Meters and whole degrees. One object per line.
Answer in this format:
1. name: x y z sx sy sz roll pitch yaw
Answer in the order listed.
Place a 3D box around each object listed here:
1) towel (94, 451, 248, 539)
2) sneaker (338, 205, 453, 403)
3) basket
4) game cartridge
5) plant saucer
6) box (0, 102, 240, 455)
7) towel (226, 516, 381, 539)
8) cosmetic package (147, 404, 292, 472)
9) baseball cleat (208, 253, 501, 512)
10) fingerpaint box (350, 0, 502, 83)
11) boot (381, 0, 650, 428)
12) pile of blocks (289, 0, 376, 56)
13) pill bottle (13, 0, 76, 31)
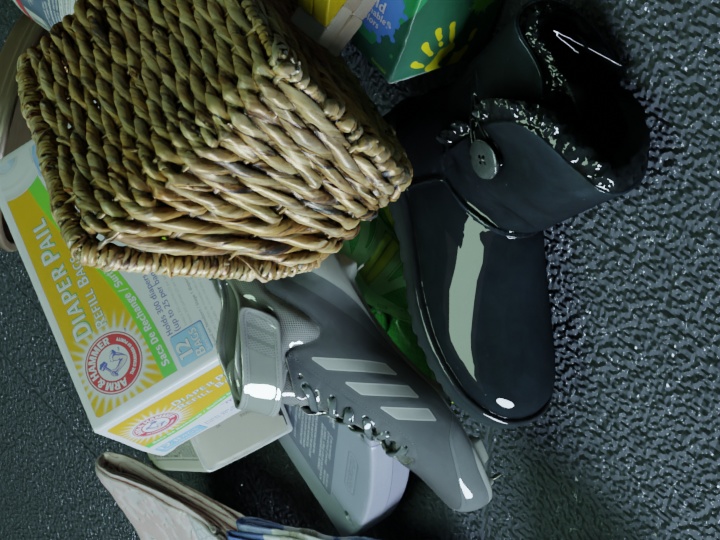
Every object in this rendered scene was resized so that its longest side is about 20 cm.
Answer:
1. towel: -0.115 0.242 1.199 0.190 0.032 0.201 17 141 47
2. sneaker: 0.000 0.000 0.911 0.201 0.083 0.074 58 141 15
3. basket: -0.078 -0.075 0.806 0.143 0.149 0.200 39 -166 -41
4. game cartridge: -0.016 0.094 0.997 0.134 0.040 0.201 58 159 28
5. plant saucer: -0.248 -0.114 1.127 0.029 0.201 0.201 15 132 2
6. box: -0.140 0.002 0.962 0.201 0.112 0.101 62 -172 21
7. towel: 0.004 0.242 1.041 0.199 0.024 0.148 1 119 38
8. cosmetic package: -0.124 0.089 1.110 0.106 0.071 0.200 67 161 -3
9. baseball cleat: -0.012 0.070 0.843 0.201 0.106 0.070 54 159 1
10. fingerpaint box: 0.003 -0.230 0.788 0.200 0.073 0.167 50 142 25
11. boot: 0.087 -0.023 0.781 0.168 0.076 0.202 -26 80 61
12. pile of blocks: -0.022 -0.195 0.703 0.062 0.082 0.201 42 139 28
13. pill bottle: -0.139 -0.184 0.976 0.200 0.119 0.120 35 134 39
